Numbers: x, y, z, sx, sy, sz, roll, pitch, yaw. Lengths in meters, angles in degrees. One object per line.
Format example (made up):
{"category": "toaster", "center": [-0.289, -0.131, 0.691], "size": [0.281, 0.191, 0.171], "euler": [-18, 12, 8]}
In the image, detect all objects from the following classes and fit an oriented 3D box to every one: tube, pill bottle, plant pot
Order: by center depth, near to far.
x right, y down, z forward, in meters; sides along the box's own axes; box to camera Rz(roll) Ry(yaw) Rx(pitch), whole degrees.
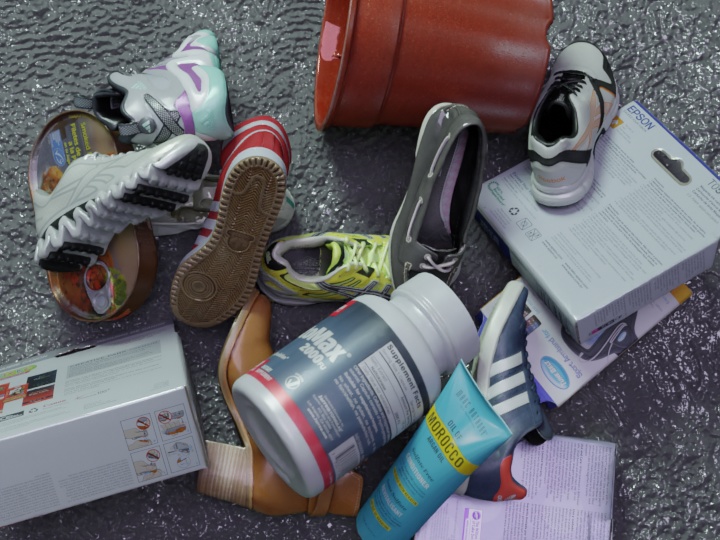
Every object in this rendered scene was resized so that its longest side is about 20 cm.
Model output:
{"category": "tube", "center": [0.061, 0.168, 1.065], "size": [0.050, 0.201, 0.078], "euler": [-12, 55, -43]}
{"category": "pill bottle", "center": [0.000, 0.092, 1.075], "size": [0.199, 0.120, 0.120], "euler": [-34, 82, -19]}
{"category": "plant pot", "center": [0.068, -0.218, 1.176], "size": [0.193, 0.201, 0.203], "euler": [7, 78, -10]}

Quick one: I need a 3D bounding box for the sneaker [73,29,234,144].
{"category": "sneaker", "center": [-0.194, -0.167, 1.145], "size": [0.138, 0.200, 0.078], "euler": [-9, 112, -6]}

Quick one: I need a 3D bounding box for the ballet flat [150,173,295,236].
{"category": "ballet flat", "center": [-0.161, -0.069, 1.185], "size": [0.198, 0.069, 0.070], "euler": [1, 78, -3]}

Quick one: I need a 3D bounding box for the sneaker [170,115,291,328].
{"category": "sneaker", "center": [-0.115, -0.048, 1.133], "size": [0.071, 0.201, 0.113], "euler": [21, 33, -14]}

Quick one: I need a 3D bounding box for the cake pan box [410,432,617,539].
{"category": "cake pan box", "center": [0.138, 0.246, 1.145], "size": [0.182, 0.052, 0.202], "euler": [6, 78, 0]}

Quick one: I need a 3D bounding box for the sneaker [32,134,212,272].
{"category": "sneaker", "center": [-0.218, -0.075, 1.092], "size": [0.199, 0.075, 0.082], "euler": [-28, 66, 24]}

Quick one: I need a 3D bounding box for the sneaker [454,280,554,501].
{"category": "sneaker", "center": [0.139, 0.112, 1.121], "size": [0.084, 0.075, 0.202], "euler": [15, 77, 3]}

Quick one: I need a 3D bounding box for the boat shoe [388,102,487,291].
{"category": "boat shoe", "center": [0.071, -0.050, 1.122], "size": [0.066, 0.057, 0.202], "euler": [2, 108, -25]}

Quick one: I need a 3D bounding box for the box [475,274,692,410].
{"category": "box", "center": [0.206, 0.040, 1.198], "size": [0.199, 0.041, 0.119], "euler": [-38, 82, -8]}

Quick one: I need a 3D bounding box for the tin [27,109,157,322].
{"category": "tin", "center": [-0.250, -0.051, 1.165], "size": [0.111, 0.042, 0.202], "euler": [-20, 78, 30]}

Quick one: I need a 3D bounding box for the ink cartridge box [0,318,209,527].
{"category": "ink cartridge box", "center": [-0.245, 0.131, 1.113], "size": [0.198, 0.176, 0.085], "euler": [-15, 110, -6]}

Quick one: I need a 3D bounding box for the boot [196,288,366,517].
{"category": "boot", "center": [-0.059, 0.125, 1.145], "size": [0.154, 0.077, 0.202], "euler": [10, 76, -3]}

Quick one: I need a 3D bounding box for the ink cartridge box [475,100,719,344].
{"category": "ink cartridge box", "center": [0.233, -0.051, 1.170], "size": [0.199, 0.043, 0.197], "euler": [-28, 49, -8]}

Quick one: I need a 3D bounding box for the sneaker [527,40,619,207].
{"category": "sneaker", "center": [0.204, -0.158, 1.190], "size": [0.073, 0.080, 0.201], "euler": [0, 50, 20]}

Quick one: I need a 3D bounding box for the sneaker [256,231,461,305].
{"category": "sneaker", "center": [0.000, 0.000, 1.174], "size": [0.198, 0.076, 0.076], "euler": [-5, 76, -7]}
